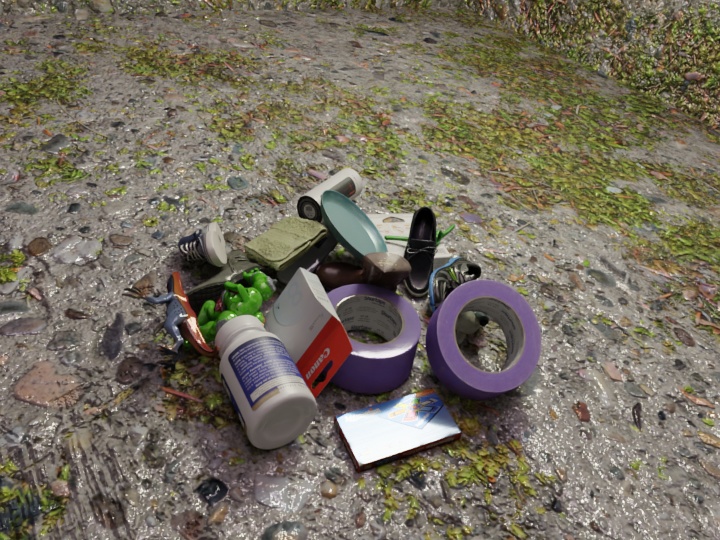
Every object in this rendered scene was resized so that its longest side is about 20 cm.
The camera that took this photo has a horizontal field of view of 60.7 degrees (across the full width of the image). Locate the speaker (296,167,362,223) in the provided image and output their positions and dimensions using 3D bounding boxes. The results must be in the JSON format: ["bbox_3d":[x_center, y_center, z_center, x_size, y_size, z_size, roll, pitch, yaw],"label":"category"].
[{"bbox_3d":[-0.074,-0.187,1.546,0.080,0.083,0.200,25,38,20],"label":"speaker"}]

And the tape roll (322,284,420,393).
[{"bbox_3d":[0.010,0.121,1.138,0.193,0.087,0.202,7,35,-5],"label":"tape roll"}]

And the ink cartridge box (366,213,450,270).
[{"bbox_3d":[0.092,-0.066,1.454,0.194,0.046,0.178,-3,40,-18],"label":"ink cartridge box"}]

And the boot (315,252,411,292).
[{"bbox_3d":[0.000,0.000,1.222,0.180,0.200,0.066,10,77,-3],"label":"boot"}]

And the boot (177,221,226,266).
[{"bbox_3d":[-0.327,-0.041,1.260,0.088,0.074,0.200,-23,17,-5],"label":"boot"}]

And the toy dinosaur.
[{"bbox_3d":[-0.317,0.081,1.090,0.193,0.106,0.185,4,52,4],"label":"toy dinosaur"}]

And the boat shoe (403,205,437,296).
[{"bbox_3d":[0.131,-0.046,1.346,0.072,0.062,0.206,8,77,2],"label":"boat shoe"}]

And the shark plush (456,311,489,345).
[{"bbox_3d":[0.230,0.071,1.256,0.084,0.091,0.199,52,41,6],"label":"shark plush"}]

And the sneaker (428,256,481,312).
[{"bbox_3d":[0.204,0.027,1.328,0.081,0.073,0.199,12,30,31],"label":"sneaker"}]

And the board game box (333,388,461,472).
[{"bbox_3d":[0.062,0.263,1.030,0.195,0.020,0.104,-9,42,-25],"label":"board game box"}]

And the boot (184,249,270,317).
[{"bbox_3d":[-0.290,0.023,1.242,0.197,0.070,0.129,-24,35,-37],"label":"boot"}]

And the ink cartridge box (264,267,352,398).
[{"bbox_3d":[-0.105,0.120,1.061,0.047,0.161,0.201,24,22,-38],"label":"ink cartridge box"}]

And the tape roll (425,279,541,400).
[{"bbox_3d":[0.221,0.126,1.116,0.193,0.085,0.206,3,69,-9],"label":"tape roll"}]

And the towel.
[{"bbox_3d":[-0.160,-0.063,1.304,0.147,0.037,0.198,-38,27,-20],"label":"towel"}]

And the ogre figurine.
[{"bbox_3d":[-0.229,0.066,1.121,0.197,0.101,0.118,-23,11,-39],"label":"ogre figurine"}]

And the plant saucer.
[{"bbox_3d":[-0.018,-0.089,1.328,0.199,0.027,0.202,39,24,-21],"label":"plant saucer"}]

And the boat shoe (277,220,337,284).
[{"bbox_3d":[-0.108,-0.035,1.345,0.070,0.070,0.201,36,62,9],"label":"boat shoe"}]

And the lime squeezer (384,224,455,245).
[{"bbox_3d":[0.156,-0.075,1.428,0.195,0.039,0.070,-12,12,-25],"label":"lime squeezer"}]

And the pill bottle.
[{"bbox_3d":[-0.163,0.173,1.001,0.117,0.122,0.201,-13,45,-29],"label":"pill bottle"}]
